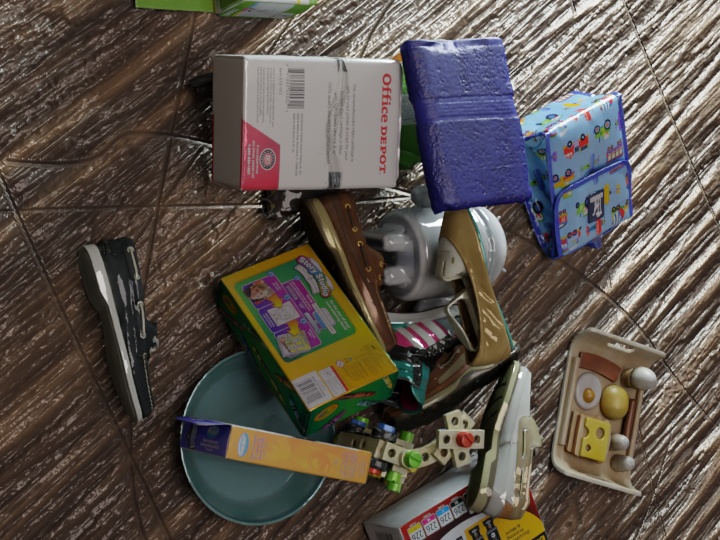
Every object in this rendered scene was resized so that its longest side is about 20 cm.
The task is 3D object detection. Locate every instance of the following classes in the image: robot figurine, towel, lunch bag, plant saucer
[{"bbox_3d":[0.096,-0.025,1.679,0.200,0.113,0.170,-6,103,-32],"label":"robot figurine"},{"bbox_3d":[0.118,-0.167,1.571,0.147,0.050,0.201,-8,84,-34],"label":"towel"},{"bbox_3d":[0.286,-0.120,1.834,0.150,0.094,0.200,-30,115,-31],"label":"lunch bag"},{"bbox_3d":[-0.122,0.190,1.574,0.200,0.036,0.201,2,86,-32],"label":"plant saucer"}]

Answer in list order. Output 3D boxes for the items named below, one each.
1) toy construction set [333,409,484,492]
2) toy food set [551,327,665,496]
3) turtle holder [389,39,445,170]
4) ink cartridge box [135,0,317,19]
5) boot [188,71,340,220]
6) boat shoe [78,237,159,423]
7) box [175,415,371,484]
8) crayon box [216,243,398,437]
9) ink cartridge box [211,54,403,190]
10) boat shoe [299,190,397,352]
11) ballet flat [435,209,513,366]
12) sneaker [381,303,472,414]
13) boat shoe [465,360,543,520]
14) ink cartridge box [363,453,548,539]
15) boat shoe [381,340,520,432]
[{"bbox_3d":[0.046,0.211,1.582,0.131,0.200,0.092,24,64,-28],"label":"toy construction set"},{"bbox_3d":[0.340,0.192,1.848,0.143,0.060,0.201,18,77,-30],"label":"toy food set"},{"bbox_3d":[0.101,-0.198,1.681,0.185,0.141,0.132,32,54,-19],"label":"turtle holder"},{"bbox_3d":[-0.157,-0.370,1.566,0.200,0.076,0.148,-4,89,-33],"label":"ink cartridge box"},{"bbox_3d":[-0.103,-0.146,1.594,0.199,0.069,0.175,0,95,-25],"label":"boot"},{"bbox_3d":[-0.248,0.062,1.481,0.060,0.076,0.201,-16,96,-26],"label":"boat shoe"},{"bbox_3d":[-0.103,0.194,1.495,0.200,0.119,0.042,13,82,-30],"label":"box"},{"bbox_3d":[-0.062,0.074,1.539,0.119,0.058,0.200,-22,61,-26],"label":"crayon box"},{"bbox_3d":[-0.059,-0.166,1.536,0.200,0.084,0.145,-3,101,-30],"label":"ink cartridge box"},{"bbox_3d":[0.000,0.000,1.581,0.067,0.072,0.201,-24,87,-18],"label":"boat shoe"},{"bbox_3d":[0.121,0.018,1.588,0.063,0.069,0.201,-21,96,-19],"label":"ballet flat"},{"bbox_3d":[0.076,0.108,1.631,0.199,0.084,0.121,-4,61,-8],"label":"sneaker"},{"bbox_3d":[0.183,0.208,1.664,0.068,0.075,0.200,21,63,-7],"label":"boat shoe"},{"bbox_3d":[0.129,0.346,1.691,0.200,0.084,0.176,-26,100,-31],"label":"ink cartridge box"},{"bbox_3d":[0.105,0.129,1.707,0.200,0.076,0.074,-29,70,-23],"label":"boat shoe"}]
